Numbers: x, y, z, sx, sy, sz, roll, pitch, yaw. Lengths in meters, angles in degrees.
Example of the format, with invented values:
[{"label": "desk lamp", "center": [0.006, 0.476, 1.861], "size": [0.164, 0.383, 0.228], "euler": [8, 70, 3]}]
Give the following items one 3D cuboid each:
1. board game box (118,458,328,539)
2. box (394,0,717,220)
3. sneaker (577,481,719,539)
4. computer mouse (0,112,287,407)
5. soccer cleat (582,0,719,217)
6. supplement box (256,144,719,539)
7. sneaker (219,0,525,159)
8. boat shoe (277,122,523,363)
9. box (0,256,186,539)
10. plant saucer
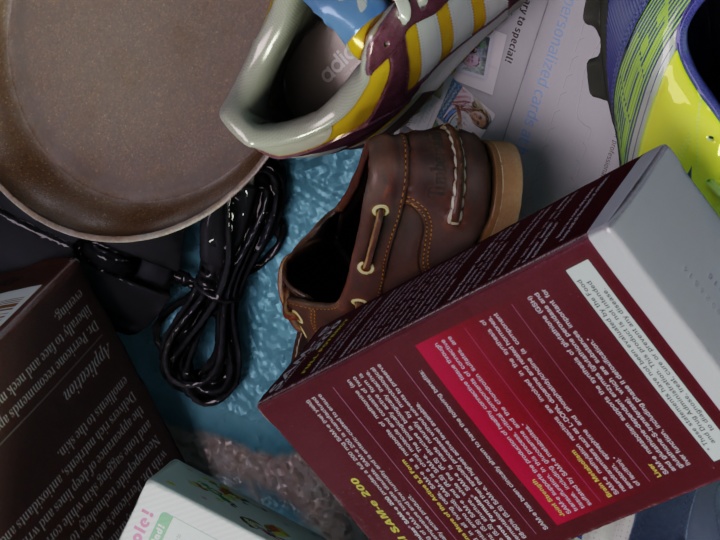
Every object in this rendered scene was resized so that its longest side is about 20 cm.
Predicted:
[{"label": "board game box", "center": [-0.026, 0.190, 0.999], "size": [0.199, 0.064, 0.148], "euler": [28, 97, 4]}, {"label": "box", "center": [0.084, -0.095, 1.002], "size": [0.199, 0.041, 0.157], "euler": [28, 118, 22]}, {"label": "sneaker", "center": [0.152, 0.151, 0.961], "size": [0.146, 0.081, 0.201], "euler": [-26, 55, 16]}, {"label": "computer mouse", "center": [-0.136, -0.028, 1.147], "size": [0.199, 0.053, 0.139], "euler": [28, 118, 21]}, {"label": "soccer cleat", "center": [0.137, -0.027, 0.924], "size": [0.083, 0.064, 0.202], "euler": [2, 106, 46]}, {"label": "supplement box", "center": [0.066, 0.044, 0.924], "size": [0.200, 0.061, 0.109], "euler": [-28, 105, 42]}, {"label": "sneaker", "center": [0.023, -0.119, 0.947], "size": [0.075, 0.090, 0.200], "euler": [43, 115, 14]}, {"label": "boat shoe", "center": [0.000, 0.000, 1.027], "size": [0.200, 0.070, 0.071], "euler": [121, 146, -52]}, {"label": "box", "center": [-0.187, 0.130, 1.135], "size": [0.163, 0.166, 0.201], "euler": [-13, 111, 33]}, {"label": "plant saucer", "center": [-0.098, -0.112, 1.085], "size": [0.199, 0.032, 0.202], "euler": [-3, 85, 29]}]
